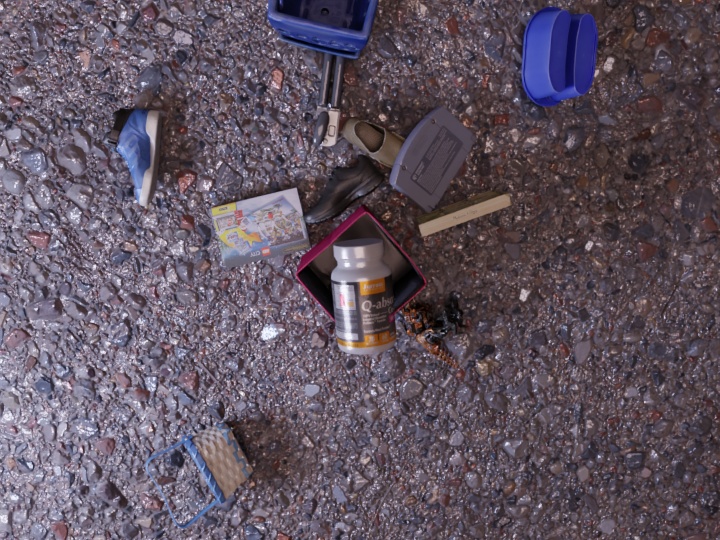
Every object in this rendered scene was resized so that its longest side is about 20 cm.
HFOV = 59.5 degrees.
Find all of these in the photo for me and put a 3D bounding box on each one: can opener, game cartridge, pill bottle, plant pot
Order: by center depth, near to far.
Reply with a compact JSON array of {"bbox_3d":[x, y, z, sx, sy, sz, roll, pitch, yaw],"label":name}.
[{"bbox_3d":[0.005,0.047,1.184,0.115,0.116,0.203,-5,101,-1],"label":"pill bottle"},{"bbox_3d":[-0.064,-0.535,1.233,0.198,0.180,0.203,12,89,-4],"label":"plant pot"},{"bbox_3d":[-0.064,-0.363,1.337,0.052,0.066,0.203,8,95,-5],"label":"can opener"},{"bbox_3d":[0.150,-0.241,1.345,0.133,0.040,0.201,35,84,-28],"label":"game cartridge"}]

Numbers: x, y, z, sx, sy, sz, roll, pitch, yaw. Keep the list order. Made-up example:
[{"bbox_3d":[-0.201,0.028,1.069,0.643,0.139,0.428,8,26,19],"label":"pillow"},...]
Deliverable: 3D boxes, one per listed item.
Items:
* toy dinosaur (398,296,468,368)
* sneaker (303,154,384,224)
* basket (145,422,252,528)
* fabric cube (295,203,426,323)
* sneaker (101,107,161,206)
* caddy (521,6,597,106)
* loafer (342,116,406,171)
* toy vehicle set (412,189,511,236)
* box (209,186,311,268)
[{"bbox_3d":[0.166,0.128,1.431,0.135,0.103,0.200,-32,116,27],"label":"toy dinosaur"},{"bbox_3d":[-0.047,-0.175,1.372,0.199,0.076,0.091,-36,94,-5],"label":"sneaker"},{"bbox_3d":[-0.359,0.456,1.423,0.199,0.139,0.178,-29,102,-28],"label":"basket"},{"bbox_3d":[0.000,0.000,1.334,0.200,0.199,0.197,-40,99,5],"label":"fabric cube"},{"bbox_3d":[-0.487,-0.242,1.331,0.110,0.077,0.203,5,96,-9],"label":"sneaker"},{"bbox_3d":[0.409,-0.448,1.318,0.140,0.105,0.203,-2,101,-24],"label":"caddy"},{"bbox_3d":[0.052,-0.264,1.352,0.198,0.067,0.077,24,99,-9],"label":"loafer"},{"bbox_3d":[0.214,-0.126,1.356,0.198,0.124,0.027,-20,101,1],"label":"toy vehicle set"},{"bbox_3d":[-0.219,-0.094,1.390,0.198,0.038,0.138,-13,101,0],"label":"box"}]
